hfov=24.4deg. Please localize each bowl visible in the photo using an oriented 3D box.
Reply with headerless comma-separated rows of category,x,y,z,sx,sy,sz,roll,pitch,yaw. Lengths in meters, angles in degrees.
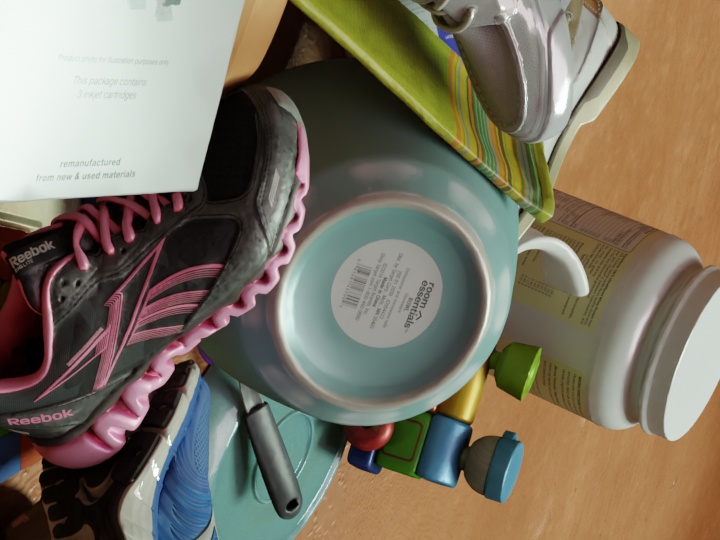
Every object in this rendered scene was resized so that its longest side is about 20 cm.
bowl,0.000,0.000,0.868,0.105,0.199,0.203,-118,-140,-66

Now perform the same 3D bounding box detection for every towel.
towel,0.029,-0.106,0.844,0.018,0.086,0.200,-38,122,23

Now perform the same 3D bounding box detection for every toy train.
toy train,0.070,0.049,1.114,0.085,0.115,0.202,52,55,-75

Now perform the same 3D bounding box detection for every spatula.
spatula,-0.062,0.071,0.971,0.056,0.021,0.201,-32,130,-23

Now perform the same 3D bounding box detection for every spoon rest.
spoon rest,0.060,0.022,1.047,0.199,0.099,0.061,-26,123,-32

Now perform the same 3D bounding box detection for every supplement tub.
supplement tub,0.157,0.026,1.195,0.145,0.199,0.146,-42,145,-39

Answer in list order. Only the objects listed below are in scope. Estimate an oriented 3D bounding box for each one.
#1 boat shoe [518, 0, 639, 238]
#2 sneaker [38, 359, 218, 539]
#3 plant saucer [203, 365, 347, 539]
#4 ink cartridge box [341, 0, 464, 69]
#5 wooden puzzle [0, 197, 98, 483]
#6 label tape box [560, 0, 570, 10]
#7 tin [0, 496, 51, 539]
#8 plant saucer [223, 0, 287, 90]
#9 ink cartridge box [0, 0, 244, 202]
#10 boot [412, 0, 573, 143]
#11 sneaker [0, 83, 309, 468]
boat shoe,0.085,-0.081,0.991,0.068,0.075,0.201,38,75,-20
sneaker,-0.100,0.127,0.766,0.089,0.078,0.201,54,29,-35
plant saucer,-0.057,0.114,1.061,0.200,0.027,0.202,-42,144,-40
ink cartridge box,0.037,-0.127,0.905,0.094,0.037,0.201,-17,122,-3
wooden puzzle,-0.145,0.015,0.797,0.200,0.046,0.187,-35,139,-48
label tape box,0.066,-0.205,0.940,0.144,0.063,0.201,41,71,-35
tin,-0.116,0.205,0.856,0.042,0.201,0.112,-37,-176,-14
plant saucer,-0.044,-0.166,0.723,0.200,0.037,0.202,-165,-90,-77
ink cartridge box,-0.128,-0.142,0.592,0.144,0.144,0.202,-7,116,-58
boot,0.035,-0.144,0.807,0.095,0.073,0.202,-27,108,-29
sneaker,-0.103,-0.003,0.715,0.095,0.079,0.200,28,106,-44
